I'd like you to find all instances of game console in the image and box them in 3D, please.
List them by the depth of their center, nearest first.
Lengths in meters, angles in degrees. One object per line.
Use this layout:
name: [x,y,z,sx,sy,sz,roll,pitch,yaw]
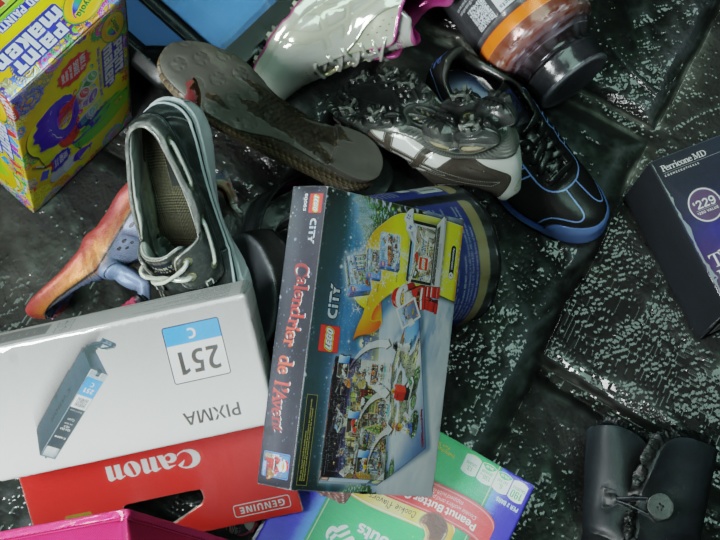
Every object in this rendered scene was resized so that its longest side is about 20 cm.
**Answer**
game console: [-0.165,-0.253,1.191,0.200,0.176,0.117,41,108,8]

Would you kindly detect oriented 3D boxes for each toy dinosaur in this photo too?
toy dinosaur: [-0.182,-0.032,1.096,0.180,0.105,0.202,-19,112,-6]

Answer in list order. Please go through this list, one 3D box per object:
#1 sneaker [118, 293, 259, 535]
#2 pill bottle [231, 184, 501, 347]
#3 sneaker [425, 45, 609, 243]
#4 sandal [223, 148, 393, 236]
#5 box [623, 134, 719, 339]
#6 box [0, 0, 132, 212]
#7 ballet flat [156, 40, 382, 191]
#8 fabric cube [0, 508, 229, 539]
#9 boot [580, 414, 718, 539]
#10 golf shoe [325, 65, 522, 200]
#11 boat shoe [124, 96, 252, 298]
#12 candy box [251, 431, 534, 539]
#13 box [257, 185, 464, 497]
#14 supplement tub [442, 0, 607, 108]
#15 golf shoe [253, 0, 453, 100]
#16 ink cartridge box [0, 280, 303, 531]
sneaker: [-0.137,0.114,1.060,0.074,0.081,0.201,-32,108,-2]
pill bottle: [0.000,0.000,1.095,0.198,0.112,0.113,-10,70,-32]
sneaker: [0.132,-0.105,1.201,0.200,0.078,0.070,40,69,8]
sandal: [-0.056,-0.045,1.167,0.200,0.048,0.075,-42,81,-21]
box: [0.346,-0.050,1.214,0.198,0.079,0.142,-21,72,-15]
box: [-0.284,-0.183,1.104,0.192,0.200,0.122,40,69,8]
ballet flat: [-0.074,-0.115,1.132,0.199,0.046,0.068,26,59,-20]
fabric cube: [-0.183,0.279,0.916,0.198,0.196,0.202,-13,69,19]
boot: [0.258,0.210,1.103,0.198,0.077,0.170,14,72,4]
golf shoe: [0.050,-0.105,1.174,0.078,0.095,0.199,-42,41,-22]
boat shoe: [-0.130,-0.018,1.008,0.071,0.071,0.202,-6,106,28]
candy box: [0.008,0.211,1.067,0.168,0.077,0.201,29,70,3]
box: [0.003,0.052,0.996,0.136,0.037,0.203,11,84,-42]
supplement tub: [0.125,-0.238,1.235,0.106,0.107,0.201,-31,78,-18]
golf shoe: [-0.007,-0.199,1.193,0.200,0.075,0.092,-45,76,6]
ink cartridge box: [-0.152,0.114,0.993,0.198,0.045,0.178,-12,104,3]
